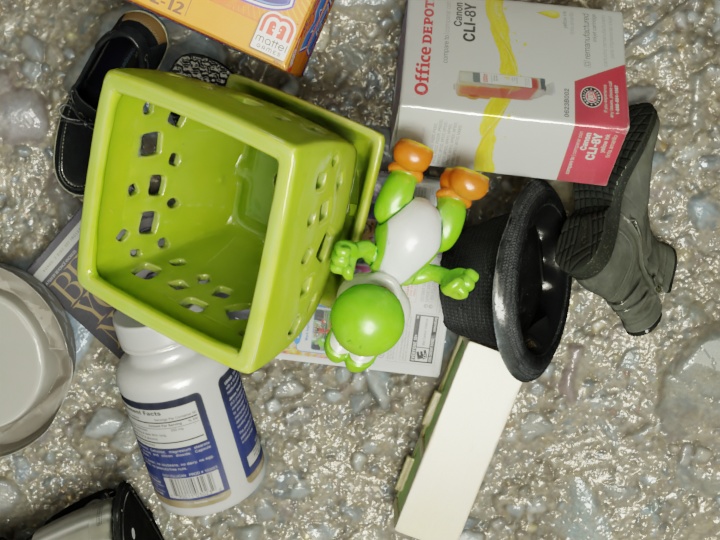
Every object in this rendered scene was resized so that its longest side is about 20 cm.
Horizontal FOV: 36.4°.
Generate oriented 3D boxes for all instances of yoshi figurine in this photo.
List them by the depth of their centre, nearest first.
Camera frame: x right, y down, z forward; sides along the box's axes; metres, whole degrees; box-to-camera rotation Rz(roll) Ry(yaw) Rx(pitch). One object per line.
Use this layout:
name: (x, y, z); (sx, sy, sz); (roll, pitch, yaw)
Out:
yoshi figurine: (0.031, -0.005, 0.921); (0.112, 0.112, 0.200); (26, 90, 35)

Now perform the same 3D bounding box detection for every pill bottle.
pill bottle: (-0.165, 0.120, 1.032); (0.111, 0.111, 0.200); (-12, 114, 2)

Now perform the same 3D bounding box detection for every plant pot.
plant pot: (-0.100, -0.058, 0.937); (0.199, 0.181, 0.200); (25, 116, 25)

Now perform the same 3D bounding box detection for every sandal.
sandal: (-0.110, -0.126, 1.056); (0.075, 0.048, 0.200); (-42, 109, 8)

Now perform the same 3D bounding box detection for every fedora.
fedora: (0.129, 0.007, 1.013); (0.091, 0.201, 0.201); (2, 99, 26)

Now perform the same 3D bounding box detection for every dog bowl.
dog bowl: (-0.372, 0.082, 1.072); (0.200, 0.059, 0.200); (1, 101, 5)

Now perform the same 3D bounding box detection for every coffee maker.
coffee maker: (-0.289, 0.328, 1.077); (0.200, 0.135, 0.192); (-19, 98, 4)

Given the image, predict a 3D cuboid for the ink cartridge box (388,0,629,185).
ink cartridge box: (0.132, -0.166, 0.989); (0.200, 0.083, 0.145); (6, 58, 0)

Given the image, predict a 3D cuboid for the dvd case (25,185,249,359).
dvd case: (-0.211, 0.019, 1.074); (0.200, 0.016, 0.149); (44, 109, -5)

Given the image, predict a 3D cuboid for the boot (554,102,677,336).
boot: (0.260, -0.048, 1.049); (0.131, 0.068, 0.200); (37, 66, -34)

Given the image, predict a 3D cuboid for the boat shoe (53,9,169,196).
boat shoe: (-0.242, -0.151, 1.024); (0.075, 0.062, 0.200); (32, 117, -4)

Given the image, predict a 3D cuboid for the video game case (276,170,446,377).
video game case: (0.000, 0.000, 1.064); (0.182, 0.024, 0.200); (7, 109, 0)

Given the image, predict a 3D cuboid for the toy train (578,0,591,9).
toy train: (0.109, -0.283, 1.012); (0.116, 0.085, 0.200); (-36, 97, 16)

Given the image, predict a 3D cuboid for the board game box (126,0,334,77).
board game box: (-0.108, -0.301, 0.948); (0.200, 0.200, 0.200); (24, 98, -2)

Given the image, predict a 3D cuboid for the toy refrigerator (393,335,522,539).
toy refrigerator: (0.093, 0.162, 1.077); (0.070, 0.076, 0.200); (20, 99, -2)
